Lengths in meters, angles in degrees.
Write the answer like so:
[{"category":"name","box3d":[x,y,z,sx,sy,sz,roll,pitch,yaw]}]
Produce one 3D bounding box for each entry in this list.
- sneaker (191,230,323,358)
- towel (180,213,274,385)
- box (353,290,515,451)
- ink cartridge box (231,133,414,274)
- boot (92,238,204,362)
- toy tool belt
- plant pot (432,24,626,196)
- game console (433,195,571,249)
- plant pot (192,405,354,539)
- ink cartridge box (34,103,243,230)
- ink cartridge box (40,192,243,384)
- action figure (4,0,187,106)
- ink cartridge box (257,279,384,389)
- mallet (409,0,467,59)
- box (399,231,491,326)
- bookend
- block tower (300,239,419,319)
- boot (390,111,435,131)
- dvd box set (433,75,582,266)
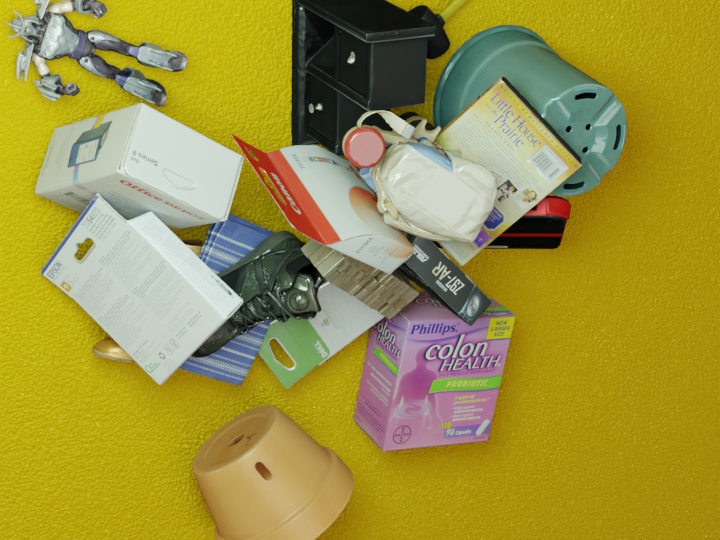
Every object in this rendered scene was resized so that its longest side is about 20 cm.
[{"category":"sneaker","box3d":[-0.124,0.039,1.682,0.199,0.114,0.076,-39,127,-17]},{"category":"towel","box3d":[-0.163,0.037,1.739,0.145,0.024,0.200,22,94,-42]},{"category":"box","box3d":[0.102,0.138,1.953,0.175,0.097,0.201,-1,112,-29]},{"category":"ink cartridge box","box3d":[-0.041,-0.088,1.591,0.050,0.162,0.200,-43,146,14]},{"category":"boot","box3d":[-0.237,0.034,1.737,0.201,0.071,0.144,-6,110,-32]},{"category":"toy tool belt","box3d":[0.056,-0.114,1.616,0.200,0.123,0.125,29,99,-19]},{"category":"plant pot","box3d":[0.229,-0.197,1.806,0.200,0.196,0.201,-13,118,-25]},{"category":"game console","box3d":[0.170,-0.061,1.828,0.199,0.177,0.031,1,77,3]},{"category":"plant pot","box3d":[-0.128,0.274,1.843,0.200,0.200,0.140,-37,108,-10]},{"category":"ink cartridge box","box3d":[-0.249,-0.108,1.567,0.145,0.200,0.088,25,72,-35]},{"category":"ink cartridge box","box3d":[-0.254,0.017,1.604,0.200,0.200,0.041,44,49,-4]},{"category":"action figure","box3d":[-0.301,-0.248,1.562,0.200,0.069,0.130,16,109,-31]},{"category":"ink cartridge box","box3d":[-0.052,0.053,1.846,0.200,0.059,0.104,-37,125,-4]},{"category":"mallet","box3d":[0.143,-0.349,1.787,0.200,0.041,0.066,-38,126,-13]},{"category":"box","box3d":[0.062,-0.024,1.790,0.044,0.200,0.160,-49,127,-2]},{"category":"bookend","box3d":[-0.002,-0.217,1.664,0.092,0.199,0.201,-11,119,-25]},{"category":"block tower","box3d":[0.000,0.000,1.711,0.058,0.054,0.200,-41,149,7]},{"category":"boot","box3d":[0.122,-0.104,1.824,0.077,0.138,0.200,-44,127,-5]},{"category":"dvd box set","box3d":[0.148,-0.119,1.701,0.146,0.029,0.200,44,112,-10]}]
